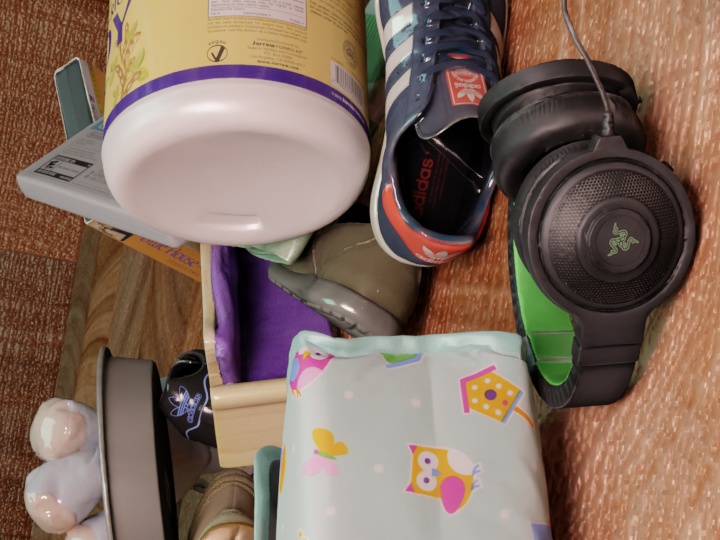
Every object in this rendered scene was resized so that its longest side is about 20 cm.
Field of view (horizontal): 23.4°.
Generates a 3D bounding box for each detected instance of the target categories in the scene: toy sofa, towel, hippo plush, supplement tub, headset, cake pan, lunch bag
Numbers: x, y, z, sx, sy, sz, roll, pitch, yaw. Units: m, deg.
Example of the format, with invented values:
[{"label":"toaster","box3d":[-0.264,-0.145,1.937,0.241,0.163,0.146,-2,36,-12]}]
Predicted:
[{"label":"toy sofa","box3d":[-0.060,0.027,1.138,0.200,0.082,0.098,-100,6,-55]},{"label":"towel","box3d":[-0.011,-0.095,1.067,0.201,0.023,0.152,-59,14,-5]},{"label":"hippo plush","box3d":[-0.148,0.158,1.374,0.160,0.199,0.160,-25,72,41]},{"label":"supplement tub","box3d":[-0.068,-0.131,0.968,0.146,0.145,0.201,123,150,-56]},{"label":"headset","box3d":[0.100,-0.038,0.682,0.124,0.093,0.201,-104,12,-49]},{"label":"cake pan","box3d":[-0.150,0.150,1.196,0.200,0.036,0.202,174,90,-86]},{"label":"lunch bag","box3d":[0.014,0.139,0.755,0.200,0.121,0.171,103,166,-63]}]

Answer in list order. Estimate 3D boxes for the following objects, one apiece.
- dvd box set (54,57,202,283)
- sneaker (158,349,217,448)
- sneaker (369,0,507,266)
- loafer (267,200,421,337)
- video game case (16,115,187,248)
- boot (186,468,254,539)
[{"label":"dvd box set","box3d":[-0.155,-0.068,1.376,0.029,0.200,0.147,-30,57,21]},{"label":"sneaker","box3d":[-0.098,0.083,1.246,0.200,0.078,0.070,-120,51,-86]},{"label":"sneaker","box3d":[0.047,-0.101,0.887,0.084,0.075,0.201,-165,76,-77]},{"label":"loafer","box3d":[0.000,0.000,1.024,0.070,0.075,0.200,-56,15,-2]},{"label":"video game case","box3d":[-0.119,-0.090,1.213,0.200,0.182,0.024,17,137,48]},{"label":"boot","box3d":[-0.088,0.245,1.166,0.155,0.072,0.201,-119,29,-79]}]
